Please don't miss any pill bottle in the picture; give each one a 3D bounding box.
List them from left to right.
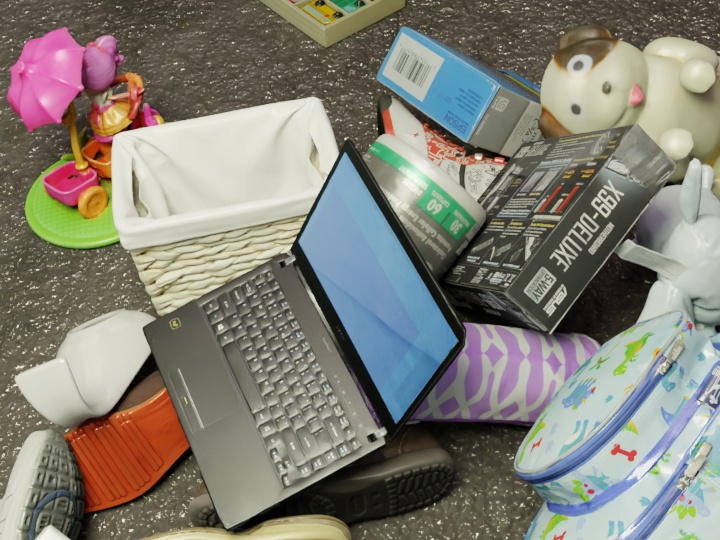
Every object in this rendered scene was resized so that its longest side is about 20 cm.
[{"bbox_3d":[0.000,0.000,0.802,0.113,0.113,0.200,38,91,33],"label":"pill bottle"}]

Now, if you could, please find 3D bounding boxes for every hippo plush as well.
[{"bbox_3d":[0.265,0.006,0.806,0.199,0.160,0.161,34,18,-14],"label":"hippo plush"}]

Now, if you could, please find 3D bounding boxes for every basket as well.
[{"bbox_3d":[-0.114,-0.056,0.901,0.198,0.124,0.136,-11,47,-5],"label":"basket"}]

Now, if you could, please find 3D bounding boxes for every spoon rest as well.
[{"bbox_3d":[-0.213,0.078,0.789,0.099,0.061,0.200,-21,8,5],"label":"spoon rest"}]

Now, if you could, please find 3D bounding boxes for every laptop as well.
[{"bbox_3d":[-0.049,0.044,0.680,0.199,0.104,0.178,-27,60,-4],"label":"laptop"}]

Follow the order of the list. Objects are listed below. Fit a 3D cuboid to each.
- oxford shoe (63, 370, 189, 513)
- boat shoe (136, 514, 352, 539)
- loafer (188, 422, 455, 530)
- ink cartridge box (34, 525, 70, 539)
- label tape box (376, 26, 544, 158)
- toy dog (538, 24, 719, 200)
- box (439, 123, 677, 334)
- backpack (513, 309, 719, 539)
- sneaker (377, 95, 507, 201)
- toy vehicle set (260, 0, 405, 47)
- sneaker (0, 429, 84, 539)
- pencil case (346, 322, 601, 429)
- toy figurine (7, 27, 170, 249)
[{"bbox_3d":[-0.176,0.128,0.794,0.199,0.072,0.073,-28,17,-9],"label":"oxford shoe"},{"bbox_3d":[-0.100,0.221,0.683,0.198,0.072,0.068,-8,45,-5],"label":"boat shoe"},{"bbox_3d":[-0.032,0.155,0.744,0.198,0.073,0.071,-8,42,-14],"label":"loafer"},{"bbox_3d":[-0.158,0.276,0.587,0.199,0.084,0.145,36,58,6],"label":"ink cartridge box"},{"bbox_3d":[0.135,-0.165,0.992,0.199,0.064,0.144,9,26,-47],"label":"label tape box"},{"bbox_3d":[0.261,-0.157,0.907,0.198,0.141,0.194,9,21,-26],"label":"toy dog"},{"bbox_3d":[0.139,-0.036,0.792,0.050,0.200,0.158,41,82,-13],"label":"box"},{"bbox_3d":[0.187,0.134,0.645,0.147,0.183,0.201,37,74,0],"label":"backpack"},{"bbox_3d":[0.083,-0.098,0.959,0.107,0.068,0.202,-11,51,-6],"label":"sneaker"},{"bbox_3d":[-0.054,-0.355,1.230,0.124,0.027,0.200,-33,53,-22],"label":"toy vehicle set"},{"bbox_3d":[-0.258,0.207,0.694,0.086,0.075,0.201,2,62,20],"label":"sneaker"},{"bbox_3d":[0.089,0.083,0.746,0.198,0.084,0.086,4,72,-16],"label":"pencil case"},{"bbox_3d":[-0.260,-0.153,0.963,0.149,0.185,0.200,28,55,27],"label":"toy figurine"}]
